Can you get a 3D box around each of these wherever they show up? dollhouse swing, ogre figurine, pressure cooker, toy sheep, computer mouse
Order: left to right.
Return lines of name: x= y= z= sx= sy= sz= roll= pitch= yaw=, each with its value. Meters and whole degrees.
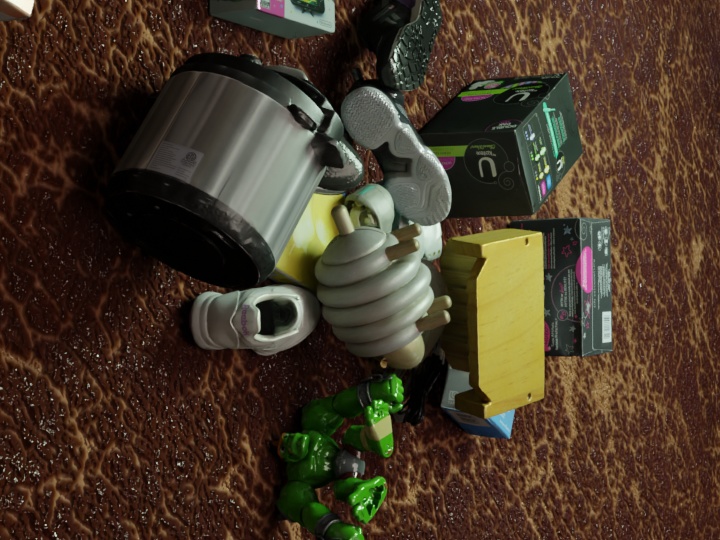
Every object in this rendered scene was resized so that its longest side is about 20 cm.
pressure cooker: x=-0.119 y=-0.104 z=1.286 sx=0.176 sy=0.179 sz=0.200 roll=33 pitch=67 yaw=-17
ogre figurine: x=-0.027 y=0.208 z=1.499 sx=0.098 sy=0.120 sz=0.200 roll=18 pitch=72 yaw=-53
toy sheep: x=0.017 y=0.018 z=1.495 sx=0.138 sy=0.138 sz=0.200 roll=-41 pitch=113 yaw=-52
computer mouse: x=0.079 y=0.079 z=1.647 sx=0.110 sy=0.044 sz=0.200 roll=-55 pitch=152 yaw=-51
dollhouse swing: x=0.121 y=0.054 z=1.664 sx=0.182 sy=0.176 sz=0.200 roll=-11 pitch=103 yaw=-50

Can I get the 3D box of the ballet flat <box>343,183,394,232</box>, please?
ballet flat: x=0.000 y=0.000 z=1.588 sx=0.064 sy=0.067 sz=0.200 roll=-27 pitch=125 yaw=-52

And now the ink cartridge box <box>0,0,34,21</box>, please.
ink cartridge box: x=-0.325 y=-0.317 z=1.104 sx=0.200 sy=0.050 sz=0.163 roll=37 pitch=57 yaw=-56

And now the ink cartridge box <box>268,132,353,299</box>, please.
ink cartridge box: x=-0.084 y=-0.092 z=1.495 sx=0.200 sy=0.047 sz=0.198 roll=35 pitch=60 yaw=-56

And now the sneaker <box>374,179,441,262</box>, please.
sneaker: x=0.059 y=-0.001 z=1.694 sx=0.116 sy=0.074 sz=0.200 roll=19 pitch=71 yaw=-54

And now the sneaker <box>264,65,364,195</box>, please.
sneaker: x=-0.057 y=-0.145 z=1.409 sx=0.200 sy=0.115 sz=0.075 roll=29 pitch=66 yaw=-26

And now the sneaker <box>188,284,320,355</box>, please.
sneaker: x=-0.086 y=0.053 z=1.430 sx=0.200 sy=0.099 sz=0.075 roll=-6 pitch=93 yaw=-60

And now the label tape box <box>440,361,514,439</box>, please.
label tape box: x=0.171 y=0.110 z=1.855 sx=0.143 sy=0.066 sz=0.200 roll=46 pitch=51 yaw=-61

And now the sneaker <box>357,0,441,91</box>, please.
sneaker: x=0.035 y=-0.270 z=1.648 sx=0.200 sy=0.087 sz=0.076 roll=-67 pitch=146 yaw=-50

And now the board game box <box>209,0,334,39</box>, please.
board game box: x=-0.092 y=-0.360 z=1.475 sx=0.147 sy=0.064 sz=0.200 roll=3 pitch=85 yaw=-59

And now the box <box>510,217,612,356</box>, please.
box: x=0.297 y=0.024 z=2.046 sx=0.132 sy=0.115 sz=0.200 roll=-1 pitch=90 yaw=-60

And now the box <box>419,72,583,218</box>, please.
box: x=0.188 y=-0.167 z=1.841 sx=0.200 sy=0.148 sz=0.125 roll=-47 pitch=128 yaw=-49

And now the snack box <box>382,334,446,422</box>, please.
snack box: x=0.083 y=0.103 z=1.774 sx=0.200 sy=0.024 sz=0.072 roll=-55 pitch=134 yaw=-44

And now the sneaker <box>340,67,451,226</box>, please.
sneaker: x=0.044 y=-0.151 z=1.632 sx=0.200 sy=0.075 sz=0.114 roll=55 pitch=17 yaw=-29
